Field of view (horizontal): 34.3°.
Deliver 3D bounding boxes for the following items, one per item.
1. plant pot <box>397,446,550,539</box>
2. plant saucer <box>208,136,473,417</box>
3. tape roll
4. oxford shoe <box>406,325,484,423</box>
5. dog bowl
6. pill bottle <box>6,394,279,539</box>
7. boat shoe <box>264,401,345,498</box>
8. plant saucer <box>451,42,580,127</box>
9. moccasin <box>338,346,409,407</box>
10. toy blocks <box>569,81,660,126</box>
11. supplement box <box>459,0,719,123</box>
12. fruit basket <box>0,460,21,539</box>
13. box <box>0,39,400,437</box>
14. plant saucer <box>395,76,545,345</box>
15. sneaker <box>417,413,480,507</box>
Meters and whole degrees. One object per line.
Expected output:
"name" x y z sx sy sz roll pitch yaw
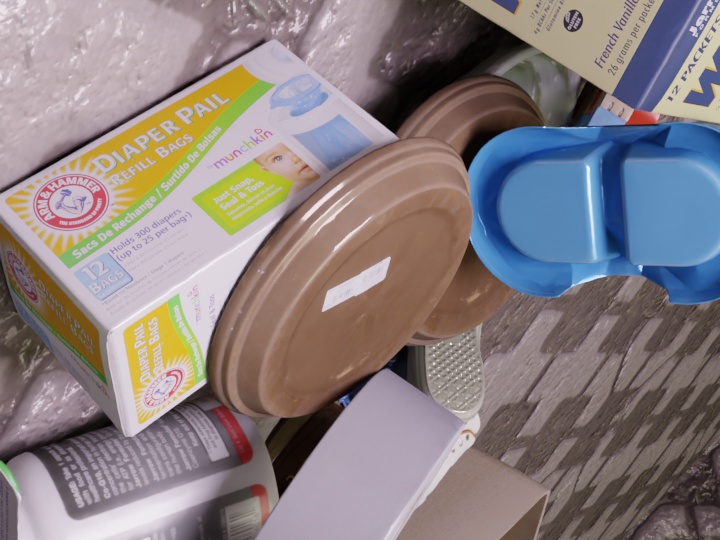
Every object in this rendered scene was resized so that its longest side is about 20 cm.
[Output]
"plant pot" 0.054 0.278 1.208 0.199 0.177 0.201 -37 151 -28
"plant saucer" -0.003 0.013 0.677 0.200 0.029 0.201 -37 153 -22
"tape roll" -0.012 0.165 0.753 0.201 0.066 0.200 -54 170 -14
"oxford shoe" 0.070 0.047 0.969 0.058 0.075 0.201 108 -11 -51
"dog bowl" 0.163 -0.041 0.738 0.049 0.199 0.112 -28 115 -53
"pill bottle" -0.162 0.159 0.747 0.199 0.114 0.114 -14 139 -31
"boat shoe" -0.061 0.185 0.875 0.201 0.067 0.072 -55 147 -14
"plant saucer" 0.090 -0.101 0.913 0.200 0.050 0.201 -39 152 -25
"moccasin" -0.004 0.119 1.016 0.068 0.080 0.201 -33 149 -36
"toy blocks" 0.219 -0.144 0.970 0.137 0.099 0.200 -61 -179 1
"supplement box" 0.164 -0.199 0.726 0.199 0.200 0.135 -5 128 -55
"fruit basket" -0.194 0.082 0.517 0.093 0.200 0.186 -25 144 -40
"box" -0.088 -0.022 0.652 0.200 0.112 0.102 -36 153 -28
"plant saucer" 0.074 -0.036 0.823 0.199 0.029 0.202 -25 129 -36
"sneaker" 0.051 0.139 0.975 0.085 0.073 0.200 -47 174 14
